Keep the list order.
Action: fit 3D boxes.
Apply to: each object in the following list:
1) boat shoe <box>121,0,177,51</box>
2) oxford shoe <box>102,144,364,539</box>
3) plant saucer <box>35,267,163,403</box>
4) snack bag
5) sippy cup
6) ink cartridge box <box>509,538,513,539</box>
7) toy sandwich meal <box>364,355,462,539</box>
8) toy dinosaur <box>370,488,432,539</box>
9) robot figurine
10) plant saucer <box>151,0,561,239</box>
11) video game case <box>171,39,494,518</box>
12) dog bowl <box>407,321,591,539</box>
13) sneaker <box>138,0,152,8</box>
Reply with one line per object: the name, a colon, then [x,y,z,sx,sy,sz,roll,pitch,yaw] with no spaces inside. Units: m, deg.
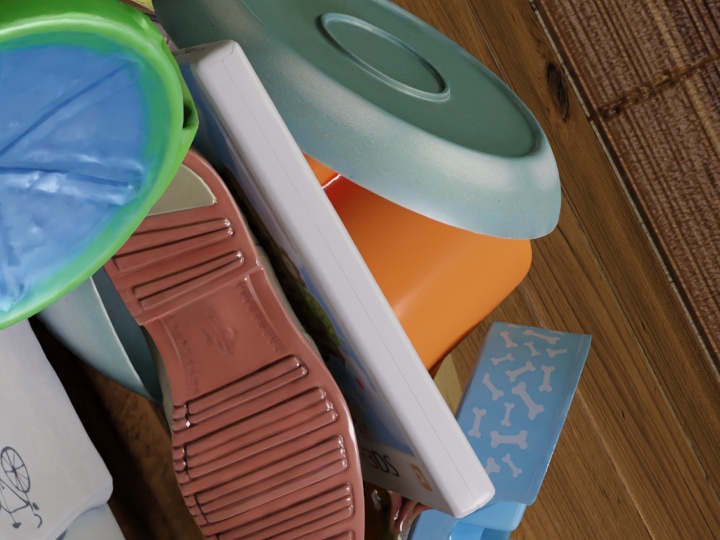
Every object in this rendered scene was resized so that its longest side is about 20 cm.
boat shoe: [-0.079,-0.076,1.175,0.072,0.076,0.200,41,-1,43]
oxford shoe: [-0.047,0.034,0.953,0.074,0.070,0.201,-108,180,-72]
plant saucer: [-0.124,-0.039,0.977,0.201,0.038,0.202,-18,90,-87]
snack bag: [-0.113,0.097,0.852,0.201,0.021,0.189,64,12,-3]
sippy cup: [-0.145,-0.067,0.788,0.130,0.139,0.178,51,-1,31]
ink cartridge box: [0.127,0.200,1.250,0.200,0.144,0.084,79,31,-86]
toy sandwich meal: [0.015,0.081,1.324,0.205,0.070,0.206,-15,90,-83]
toy dinosaur: [0.000,0.175,1.037,0.200,0.104,0.182,68,25,-57]
robot figurine: [0.001,0.001,1.159,0.117,0.200,0.144,44,-14,10]
plant saucer: [0.005,-0.082,1.050,0.199,0.027,0.200,28,19,-11]
video game case: [-0.032,0.002,0.994,0.201,0.022,0.182,60,-14,-11]
dog bowl: [0.053,0.115,1.180,0.049,0.201,0.112,20,19,3]
sneaker: [-0.087,-0.164,1.238,0.078,0.090,0.200,58,28,5]
